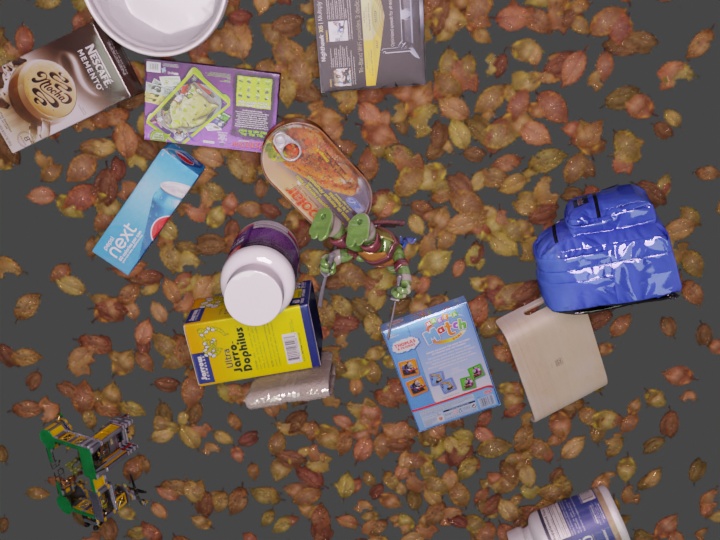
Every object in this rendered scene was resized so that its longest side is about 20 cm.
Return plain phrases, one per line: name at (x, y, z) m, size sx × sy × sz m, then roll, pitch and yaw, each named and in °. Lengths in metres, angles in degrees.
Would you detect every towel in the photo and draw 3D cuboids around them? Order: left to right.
towel at (-0.106, 0.173, 1.207) m, size 0.131 × 0.200 × 0.035 m, roll -10°, pitch 98°, yaw 3°

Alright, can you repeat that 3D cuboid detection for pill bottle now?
pill bottle at (-0.149, 0.005, 1.143) m, size 0.110 × 0.200 × 0.113 m, roll 0°, pitch 110°, yaw -1°
pill bottle at (0.370, 0.473, 1.371) m, size 0.198 × 0.111 × 0.112 m, roll -24°, pitch 109°, yaw 7°

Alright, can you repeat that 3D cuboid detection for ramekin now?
ramekin at (-0.272, -0.401, 1.045) m, size 0.197 × 0.105 × 0.203 m, roll -1°, pitch 110°, yaw -2°

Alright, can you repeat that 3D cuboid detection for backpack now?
backpack at (0.362, -0.031, 1.169) m, size 0.198 × 0.163 × 0.170 m, roll -16°, pitch 101°, yaw 18°

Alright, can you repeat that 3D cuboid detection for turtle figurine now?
turtle figurine at (0.000, 0.000, 1.151) m, size 0.200 × 0.144 × 0.194 m, roll -43°, pitch 144°, yaw 4°

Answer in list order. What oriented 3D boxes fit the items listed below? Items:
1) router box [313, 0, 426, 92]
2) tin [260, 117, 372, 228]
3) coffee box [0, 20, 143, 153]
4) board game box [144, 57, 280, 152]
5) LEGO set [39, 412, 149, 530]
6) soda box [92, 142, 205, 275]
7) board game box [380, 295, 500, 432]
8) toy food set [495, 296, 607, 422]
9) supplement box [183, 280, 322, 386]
router box at (0.012, -0.363, 1.092) m, size 0.155 × 0.052 × 0.203 m, roll -3°, pitch 110°, yaw 0°
tin at (-0.067, -0.142, 1.165) m, size 0.112 × 0.042 × 0.200 m, roll -41°, pitch 116°, yaw 8°
coffee box at (-0.431, -0.266, 1.102) m, size 0.198 × 0.080 × 0.114 m, roll -23°, pitch 108°, yaw 7°
board game box at (-0.221, -0.245, 1.143) m, size 0.197 × 0.032 × 0.122 m, roll 6°, pitch 107°, yaw -4°
LEGO set at (-0.451, 0.327, 1.321) m, size 0.152 × 0.116 × 0.203 m, roll -2°, pitch 109°, yaw 31°
soda box at (-0.324, -0.095, 1.175) m, size 0.068 × 0.064 × 0.201 m, roll 36°, pitch 106°, yaw -13°
board game box at (0.136, 0.160, 1.293) m, size 0.150 × 0.037 × 0.202 m, roll -19°, pitch 110°, yaw 5°
toy food set at (0.322, 0.142, 1.287) m, size 0.142 × 0.060 × 0.202 m, roll -25°, pitch 110°, yaw -5°
supplement box at (-0.166, 0.098, 1.224) m, size 0.197 × 0.109 × 0.111 m, roll -10°, pitch 110°, yaw 2°
